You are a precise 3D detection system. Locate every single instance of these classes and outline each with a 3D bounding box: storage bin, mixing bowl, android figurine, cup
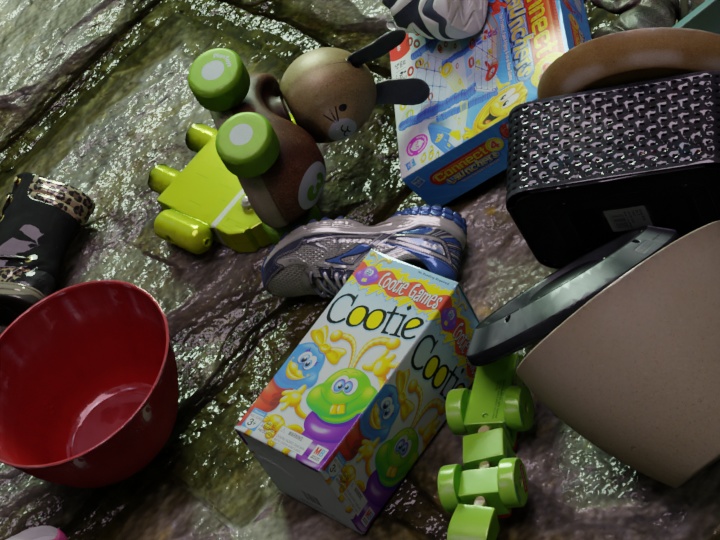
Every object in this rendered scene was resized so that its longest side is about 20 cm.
[{"bbox_3d":[0.232,-0.081,1.473,0.198,0.135,0.094,-9,58,20],"label":"storage bin"},{"bbox_3d":[-0.240,0.120,1.569,0.199,0.109,0.201,-15,47,16],"label":"mixing bowl"},{"bbox_3d":[-0.123,-0.088,1.738,0.199,0.041,0.182,26,67,41],"label":"android figurine"},{"bbox_3d":[0.240,0.078,1.324,0.200,0.200,0.144,-34,76,-4],"label":"cup"}]

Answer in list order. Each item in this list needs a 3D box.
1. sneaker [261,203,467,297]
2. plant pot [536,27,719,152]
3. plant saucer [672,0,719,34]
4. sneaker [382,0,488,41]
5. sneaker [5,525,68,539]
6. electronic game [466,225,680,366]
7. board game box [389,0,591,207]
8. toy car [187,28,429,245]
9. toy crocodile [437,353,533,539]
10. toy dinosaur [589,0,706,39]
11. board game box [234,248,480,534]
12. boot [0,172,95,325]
[{"bbox_3d":[0.000,0.000,1.577,0.198,0.077,0.086,-13,53,18],"label":"sneaker"},{"bbox_3d":[0.251,-0.145,1.491,0.198,0.200,0.028,-8,63,21],"label":"plant pot"},{"bbox_3d":[0.318,-0.214,1.602,0.200,0.070,0.019,-39,38,-8],"label":"plant saucer"},{"bbox_3d":[0.068,-0.317,1.683,0.129,0.079,0.201,0,84,46],"label":"sneaker"},{"bbox_3d":[-0.347,0.269,1.514,0.199,0.082,0.088,-28,47,2],"label":"sneaker"},{"bbox_3d":[0.173,0.022,1.417,0.199,0.042,0.200,-32,1,0],"label":"electronic game"},{"bbox_3d":[0.124,-0.186,1.647,0.195,0.056,0.201,-30,42,26],"label":"board game box"},{"bbox_3d":[-0.032,-0.143,1.604,0.199,0.165,0.158,-27,57,2],"label":"toy car"},{"bbox_3d":[0.106,0.149,1.410,0.067,0.062,0.201,-9,44,20],"label":"toy crocodile"},{"bbox_3d":[0.253,-0.214,1.630,0.200,0.077,0.102,-46,34,-21],"label":"toy dinosaur"},{"bbox_3d":[0.006,0.100,1.465,0.104,0.103,0.200,21,64,38],"label":"board game box"},{"bbox_3d":[-0.379,-0.027,1.791,0.199,0.073,0.151,9,58,28],"label":"boot"}]
